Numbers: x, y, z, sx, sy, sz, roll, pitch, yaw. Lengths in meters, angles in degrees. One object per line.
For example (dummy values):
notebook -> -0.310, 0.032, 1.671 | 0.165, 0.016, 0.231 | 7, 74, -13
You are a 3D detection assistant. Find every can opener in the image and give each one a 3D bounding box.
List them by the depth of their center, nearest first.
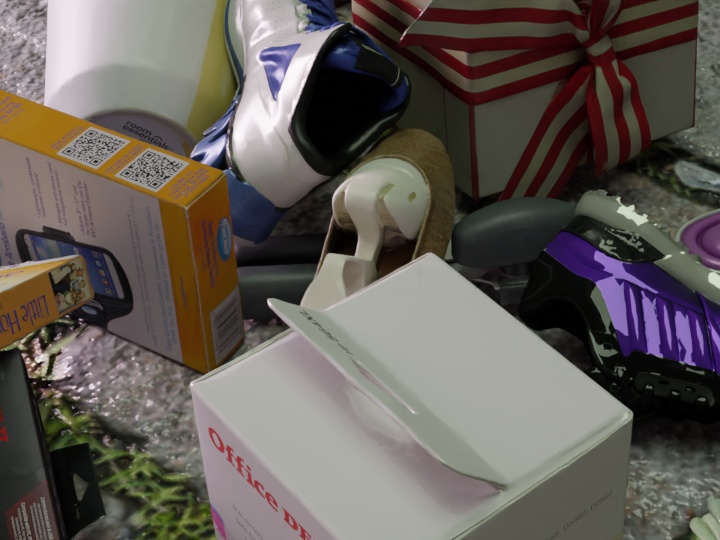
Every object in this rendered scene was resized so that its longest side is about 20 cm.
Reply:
can opener -> 0.023, -0.014, 0.865 | 0.199, 0.067, 0.053 | -3, 40, 0

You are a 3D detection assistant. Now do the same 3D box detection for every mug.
mug -> -0.112, -0.124, 0.949 | 0.186, 0.150, 0.153 | -4, 48, 9

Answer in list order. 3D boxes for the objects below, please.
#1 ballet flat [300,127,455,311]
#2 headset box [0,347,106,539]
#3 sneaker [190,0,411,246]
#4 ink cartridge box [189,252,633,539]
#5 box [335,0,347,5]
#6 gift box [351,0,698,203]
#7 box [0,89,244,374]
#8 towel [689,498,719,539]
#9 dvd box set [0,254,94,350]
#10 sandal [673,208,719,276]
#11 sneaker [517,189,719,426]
ballet flat -> 0.000, 0.000, 0.794 | 0.068, 0.072, 0.201 | 12, 68, 22
headset box -> -0.219, 0.127, 0.712 | 0.199, 0.077, 0.149 | -14, 42, -10
sneaker -> -0.021, -0.112, 0.874 | 0.115, 0.081, 0.200 | -24, 42, 35
ink cartridge box -> 0.022, 0.103, 0.629 | 0.125, 0.200, 0.128 | -28, 47, -26
box -> -0.029, -0.251, 1.116 | 0.200, 0.100, 0.075 | -25, 45, -24
gift box -> 0.091, -0.151, 0.942 | 0.200, 0.185, 0.187 | -24, 36, -17
box -> -0.158, -0.028, 0.854 | 0.200, 0.119, 0.041 | 23, 47, 26
towel -> 0.229, 0.163, 0.632 | 0.152, 0.023, 0.200 | 7, 24, -6
dvd box set -> -0.240, 0.036, 0.758 | 0.146, 0.030, 0.200 | -9, 10, 19
sandal -> 0.271, -0.041, 0.894 | 0.202, 0.050, 0.082 | -26, 46, -24
sneaker -> 0.165, 0.051, 0.789 | 0.200, 0.070, 0.100 | 37, 74, 25
